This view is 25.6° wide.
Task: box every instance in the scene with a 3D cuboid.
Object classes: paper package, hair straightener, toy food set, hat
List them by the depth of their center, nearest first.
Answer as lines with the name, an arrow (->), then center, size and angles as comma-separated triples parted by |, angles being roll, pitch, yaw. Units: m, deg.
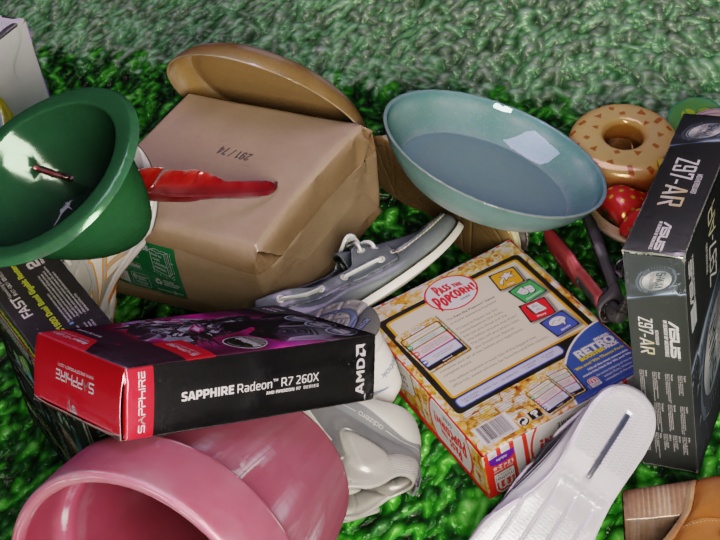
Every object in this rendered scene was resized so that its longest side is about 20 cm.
hat -> -0.194, -0.030, 1.245 | 0.198, 0.176, 0.167 | -17, 49, 20
hair straightener -> 0.202, -0.009, 1.250 | 0.076, 0.041, 0.200 | -24, 18, 1
toy food set -> 0.282, -0.086, 1.366 | 0.195, 0.049, 0.201 | -9, 38, 5
paper package -> -0.112, -0.054, 1.398 | 0.198, 0.104, 0.191 | 13, 45, 29

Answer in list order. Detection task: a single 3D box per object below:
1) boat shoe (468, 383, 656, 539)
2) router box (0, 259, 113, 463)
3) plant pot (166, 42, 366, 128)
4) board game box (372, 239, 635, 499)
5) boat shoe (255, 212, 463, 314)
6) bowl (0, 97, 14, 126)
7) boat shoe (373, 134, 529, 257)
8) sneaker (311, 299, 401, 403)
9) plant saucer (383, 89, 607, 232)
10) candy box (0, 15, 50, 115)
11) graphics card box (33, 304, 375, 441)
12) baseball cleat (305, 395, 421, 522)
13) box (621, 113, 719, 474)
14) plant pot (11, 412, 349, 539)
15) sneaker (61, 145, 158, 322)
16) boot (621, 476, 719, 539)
boat shoe -> 0.132, 0.167, 1.078 | 0.072, 0.071, 0.200 | 41, 79, 7
router box -> -0.210, 0.092, 1.205 | 0.062, 0.151, 0.200 | -27, 40, -20
plant pot -> -0.081, -0.156, 1.446 | 0.198, 0.200, 0.028 | 13, 74, 30
board game box -> 0.109, 0.069, 1.224 | 0.150, 0.047, 0.200 | -25, 39, -15
boat shoe -> 0.000, 0.000, 1.308 | 0.199, 0.062, 0.073 | -35, -1, -20
bowl -> -0.380, -0.077, 1.479 | 0.198, 0.108, 0.203 | -10, 67, 24
boat shoe -> 0.086, -0.074, 1.387 | 0.064, 0.074, 0.200 | -26, 45, -26
sneaker -> -0.058, 0.088, 1.232 | 0.198, 0.088, 0.075 | -11, 36, 34
plant saucer -> 0.108, -0.086, 1.324 | 0.198, 0.036, 0.201 | 16, 31, -9
candy box -> -0.403, -0.173, 1.577 | 0.198, 0.169, 0.072 | 13, 42, 30
graphics card box -> -0.102, 0.064, 1.055 | 0.198, 0.052, 0.125 | -4, 11, -37
baseball cleat -> -0.051, 0.126, 1.149 | 0.197, 0.070, 0.107 | 5, 40, -5
box -> 0.235, 0.016, 1.128 | 0.043, 0.202, 0.161 | 7, 41, 24
plant pot -> -0.100, 0.178, 1.049 | 0.198, 0.202, 0.179 | 8, 27, 25
sneaker -> -0.232, -0.017, 1.304 | 0.075, 0.202, 0.092 | 24, 16, 25
boot -> 0.245, 0.203, 0.996 | 0.153, 0.074, 0.201 | -3, 40, 9
